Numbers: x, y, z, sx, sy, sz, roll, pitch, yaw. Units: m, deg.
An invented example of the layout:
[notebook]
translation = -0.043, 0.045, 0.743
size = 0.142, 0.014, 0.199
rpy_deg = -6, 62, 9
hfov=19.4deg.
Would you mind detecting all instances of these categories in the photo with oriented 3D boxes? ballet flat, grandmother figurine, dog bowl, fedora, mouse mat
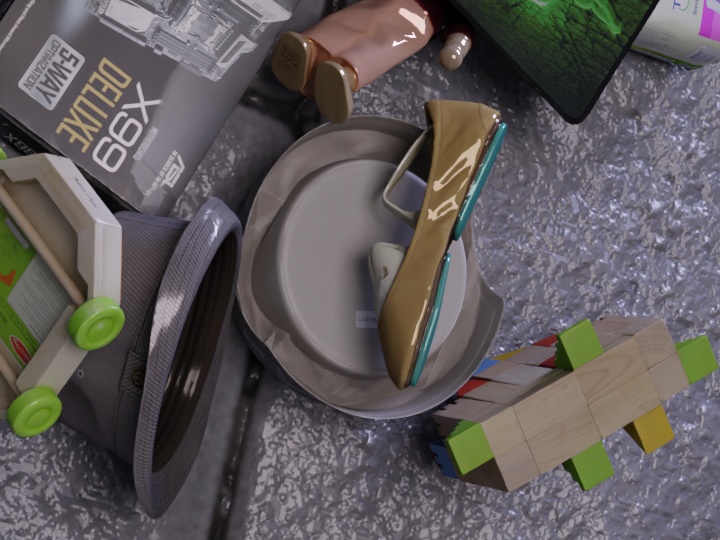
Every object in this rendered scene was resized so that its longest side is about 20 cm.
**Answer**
[ballet flat]
translation = 0.038, -0.020, 1.374
size = 0.063, 0.069, 0.201
rpy_deg = 19, 71, 4
[grandmother figurine]
translation = 0.028, -0.173, 1.433
size = 0.121, 0.061, 0.200
rpy_deg = 45, 51, 16
[dog bowl]
translation = 0.000, 0.000, 1.409
size = 0.199, 0.059, 0.201
rpy_deg = 3, 83, -27
[fedora]
translation = -0.139, 0.043, 1.291
size = 0.090, 0.201, 0.177
rpy_deg = 16, 30, 7
[mouse mat]
translation = 0.124, -0.219, 1.444
size = 0.200, 0.008, 0.161
rpy_deg = 42, 68, -24

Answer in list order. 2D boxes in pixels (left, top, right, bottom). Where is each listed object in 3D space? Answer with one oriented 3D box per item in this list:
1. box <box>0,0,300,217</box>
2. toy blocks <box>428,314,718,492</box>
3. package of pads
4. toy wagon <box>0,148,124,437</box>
[box]
translation = -0.148, -0.147, 1.350
size = 0.158, 0.050, 0.200
rpy_deg = 38, 68, -19
[toy blocks]
translation = 0.121, 0.086, 1.426
size = 0.199, 0.137, 0.100
rpy_deg = -28, 101, -21
[package of pads]
translation = 0.207, -0.263, 1.544
size = 0.154, 0.068, 0.201
rpy_deg = 13, 78, -27
[toy wagon]
translation = -0.218, 0.027, 1.247
size = 0.039, 0.155, 0.200
rpy_deg = 9, 124, -51
